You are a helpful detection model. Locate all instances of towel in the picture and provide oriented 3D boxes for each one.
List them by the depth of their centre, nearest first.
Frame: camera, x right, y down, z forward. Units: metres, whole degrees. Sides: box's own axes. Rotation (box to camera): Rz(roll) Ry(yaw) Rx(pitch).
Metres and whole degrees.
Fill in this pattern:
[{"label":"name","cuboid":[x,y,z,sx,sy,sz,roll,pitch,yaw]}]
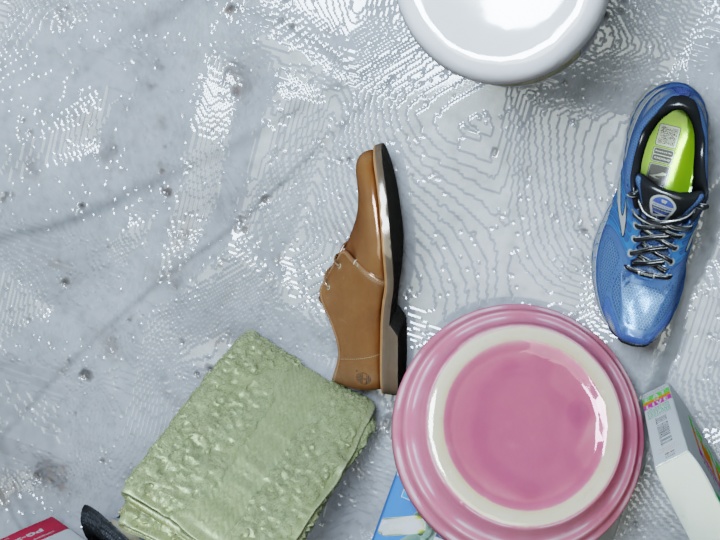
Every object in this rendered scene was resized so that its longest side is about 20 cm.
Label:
[{"label":"towel","cuboid":[-0.087,0.151,0.976,0.147,0.037,0.201,30,57,5]}]

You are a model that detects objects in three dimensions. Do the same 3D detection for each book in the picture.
[{"label":"book","cuboid":[0.247,0.167,0.892,0.048,0.200,0.135,-27,93,13]}]

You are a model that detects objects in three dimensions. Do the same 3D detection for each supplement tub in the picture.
[{"label":"supplement tub","cuboid":[0.105,-0.204,0.868,0.143,0.200,0.148,1,98,10]}]

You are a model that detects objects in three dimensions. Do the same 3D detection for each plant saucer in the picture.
[{"label":"plant saucer","cuboid":[0.123,0.122,0.946,0.197,0.051,0.204,0,74,-1]}]

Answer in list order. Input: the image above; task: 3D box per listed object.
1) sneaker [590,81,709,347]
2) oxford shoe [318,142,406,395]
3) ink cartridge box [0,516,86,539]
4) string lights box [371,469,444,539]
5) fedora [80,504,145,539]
[{"label":"sneaker","cuboid":[0.218,-0.041,0.926,0.077,0.089,0.203,8,99,10]},{"label":"oxford shoe","cuboid":[0.000,0.000,0.981,0.070,0.071,0.203,3,99,11]},{"label":"ink cartridge box","cuboid":[-0.231,0.302,0.989,0.083,0.199,0.148,-18,104,-31]},{"label":"string lights box","cuboid":[0.054,0.245,1.008,0.101,0.059,0.203,20,100,5]},{"label":"fedora","cuboid":[-0.137,0.243,1.015,0.201,0.201,0.091,47,66,1]}]
